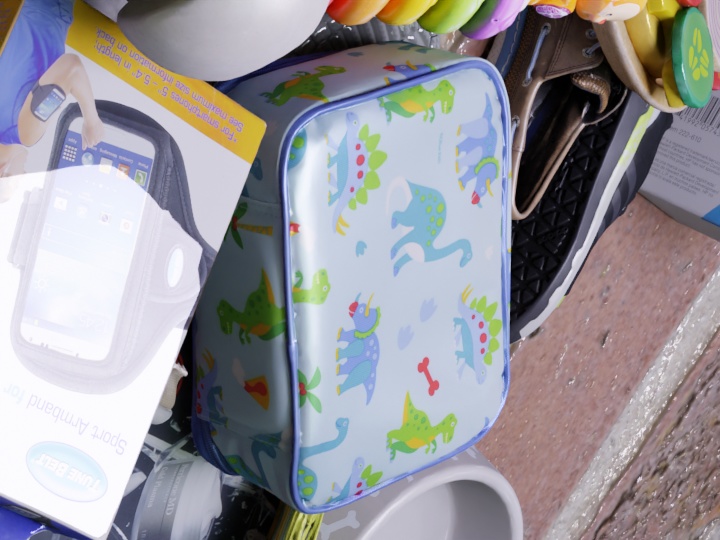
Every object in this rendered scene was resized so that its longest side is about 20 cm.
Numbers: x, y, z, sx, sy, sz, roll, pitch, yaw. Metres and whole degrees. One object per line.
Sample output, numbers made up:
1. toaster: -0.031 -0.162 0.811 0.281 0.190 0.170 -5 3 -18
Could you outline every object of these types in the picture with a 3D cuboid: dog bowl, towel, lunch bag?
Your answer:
1. dog bowl: 0.020 0.186 1.197 0.200 0.059 0.201 -24 128 -34
2. towel: -0.042 0.137 1.022 0.018 0.200 0.086 21 92 -6
3. lunch bag: 0.000 0.000 0.902 0.160 0.082 0.201 -21 119 -40

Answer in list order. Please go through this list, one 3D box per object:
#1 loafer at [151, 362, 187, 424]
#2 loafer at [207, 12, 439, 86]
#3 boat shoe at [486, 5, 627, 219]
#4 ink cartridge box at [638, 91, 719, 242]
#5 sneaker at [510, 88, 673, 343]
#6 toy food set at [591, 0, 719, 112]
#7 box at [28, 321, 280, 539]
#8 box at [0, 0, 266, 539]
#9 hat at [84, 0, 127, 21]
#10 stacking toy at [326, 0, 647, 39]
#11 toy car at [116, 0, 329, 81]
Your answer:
1. loafer: -0.118 -0.019 0.783 0.070 0.075 0.200 -42 127 -17
2. loafer: -0.048 -0.083 0.951 0.200 0.070 0.075 -37 128 -20
3. boat shoe: 0.116 -0.115 1.107 0.072 0.072 0.201 27 90 -49
4. ink cartridge box: 0.282 -0.105 1.231 0.085 0.144 0.201 28 91 -50
5. sneaker: 0.134 -0.036 1.175 0.083 0.072 0.201 33 87 -51
6. toy food set: 0.168 -0.182 1.071 0.200 0.048 0.199 -48 128 -55
7. box: -0.134 0.097 0.950 0.182 0.104 0.201 10 105 -49
8. box: -0.119 0.007 0.719 0.119 0.041 0.201 32 69 -36
9. hat: -0.170 -0.087 0.819 0.200 0.081 0.202 -16 118 -32
10. stacking toy: 0.041 -0.146 0.885 0.199 0.116 0.110 15 78 -20
11. toy car: -0.046 -0.177 0.713 0.149 0.200 0.176 -26 107 2
